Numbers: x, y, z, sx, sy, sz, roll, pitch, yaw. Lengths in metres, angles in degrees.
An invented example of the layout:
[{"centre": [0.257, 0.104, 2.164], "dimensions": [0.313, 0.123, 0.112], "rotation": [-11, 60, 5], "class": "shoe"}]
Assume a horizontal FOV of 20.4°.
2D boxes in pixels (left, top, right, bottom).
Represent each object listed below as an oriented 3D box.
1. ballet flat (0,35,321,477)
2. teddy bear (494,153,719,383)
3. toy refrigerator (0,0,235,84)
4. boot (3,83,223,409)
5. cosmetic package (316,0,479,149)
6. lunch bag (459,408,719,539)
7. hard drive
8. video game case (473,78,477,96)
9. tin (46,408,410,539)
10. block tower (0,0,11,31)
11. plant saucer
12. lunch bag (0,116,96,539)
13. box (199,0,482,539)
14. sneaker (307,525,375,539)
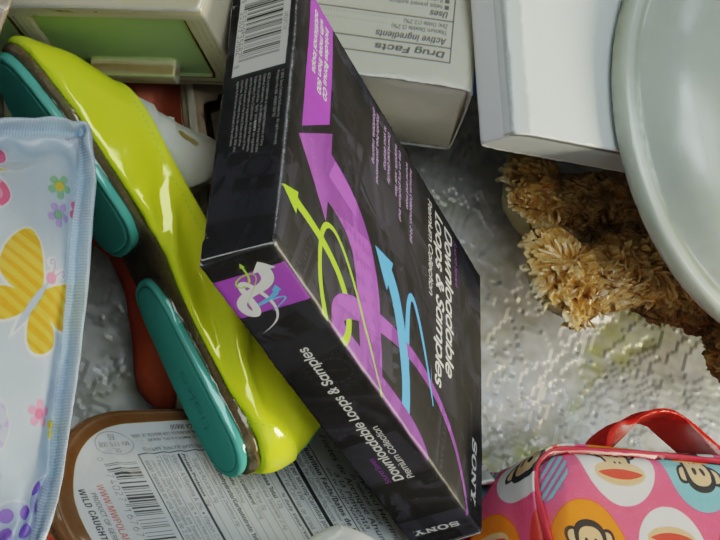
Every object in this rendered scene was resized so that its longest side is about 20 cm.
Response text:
[{"centre": [-0.072, -0.014, 0.800], "dimensions": [0.067, 0.067, 0.201], "rotation": [-31, 94, -22], "class": "ballet flat"}, {"centre": [0.155, -0.008, 0.943], "dimensions": [0.199, 0.067, 0.145], "rotation": [21, 33, -10], "class": "teddy bear"}, {"centre": [-0.148, -0.117, 0.808], "dimensions": [0.198, 0.076, 0.071], "rotation": [2, 73, 9], "class": "toy refrigerator"}, {"centre": [-0.106, -0.031, 0.866], "dimensions": [0.106, 0.075, 0.202], "rotation": [-4, 84, -3], "class": "boot"}, {"centre": [0.005, -0.164, 0.888], "dimensions": [0.103, 0.073, 0.201], "rotation": [8, 73, -3], "class": "cosmetic package"}, {"centre": [0.135, 0.146, 0.878], "dimensions": [0.199, 0.082, 0.177], "rotation": [11, 61, -35], "class": "lunch bag"}, {"centre": [0.095, -0.147, 0.877], "dimensions": [0.131, 0.026, 0.202], "rotation": [6, 76, -45], "class": "hard drive"}, {"centre": [0.101, -0.165, 0.965], "dimensions": [0.199, 0.045, 0.183], "rotation": [15, 72, -4], "class": "video game case"}, {"centre": [-0.046, 0.107, 0.816], "dimensions": [0.199, 0.042, 0.112], "rotation": [1, 49, -43], "class": "tin"}, {"centre": [-0.158, -0.050, 0.668], "dimensions": [0.057, 0.054, 0.201], "rotation": [17, 68, -12], "class": "block tower"}, {"centre": [0.196, -0.066, 0.896], "dimensions": [0.199, 0.050, 0.202], "rotation": [11, 73, -39], "class": "plant saucer"}, {"centre": [-0.178, 0.052, 0.750], "dimensions": [0.126, 0.170, 0.202], "rotation": [7, 74, -20], "class": "lunch bag"}, {"centre": [0.000, 0.000, 0.809], "dimensions": [0.200, 0.036, 0.144], "rotation": [57, 26, -44], "class": "box"}, {"centre": [0.032, 0.187, 0.772], "dimensions": [0.076, 0.080, 0.201], "rotation": [-34, 109, -28], "class": "sneaker"}]
